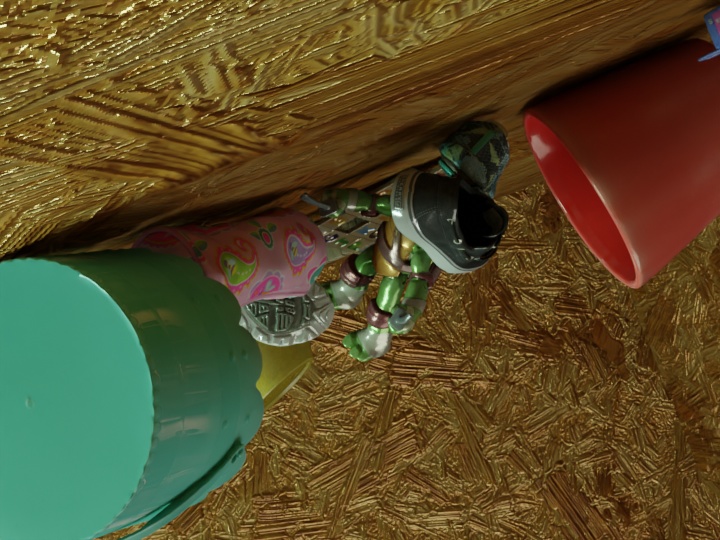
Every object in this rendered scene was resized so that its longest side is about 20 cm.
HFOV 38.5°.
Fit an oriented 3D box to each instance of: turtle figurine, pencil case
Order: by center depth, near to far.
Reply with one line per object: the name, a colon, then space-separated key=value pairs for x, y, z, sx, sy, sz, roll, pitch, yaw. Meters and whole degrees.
pencil case: x=-0.106 y=-0.002 z=0.837 sx=0.087 sy=0.088 sz=0.199 roll=-22 pitch=179 yaw=27
turtle figurine: x=0.000 y=0.000 z=0.984 sx=0.201 sy=0.143 sz=0.195 roll=-54 pitch=173 yaw=-43

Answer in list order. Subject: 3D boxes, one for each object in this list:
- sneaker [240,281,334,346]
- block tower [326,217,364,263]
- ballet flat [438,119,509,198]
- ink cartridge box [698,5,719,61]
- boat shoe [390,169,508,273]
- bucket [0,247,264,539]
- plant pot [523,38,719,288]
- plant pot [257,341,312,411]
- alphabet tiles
sneaker: x=-0.123 y=0.016 z=0.986 sx=0.197 sy=0.079 sz=0.099 roll=13 pitch=-172 yaw=-12
block tower: x=0.016 y=-0.063 z=1.338 sx=0.198 sy=0.058 sz=0.054 roll=-21 pitch=179 yaw=5
ballet flat: x=0.114 y=-0.107 z=0.973 sx=0.073 sy=0.075 sz=0.200 roll=-22 pitch=-177 yaw=5
ink cartridge box: x=0.362 y=-0.223 z=0.823 sx=0.199 sy=0.042 sz=0.119 roll=-25 pitch=-179 yaw=-37
boat shoe: x=0.092 y=-0.042 z=0.881 sx=0.065 sy=0.071 sz=0.200 roll=2 pitch=166 yaw=26
bucket: x=-0.180 y=0.081 z=0.680 sx=0.205 sy=0.210 sz=0.135 roll=-22 pitch=173 yaw=17
plant pot: x=0.281 y=-0.115 z=0.989 sx=0.176 sy=0.202 sz=0.200 roll=-33 pitch=179 yaw=2
plant pot: x=-0.135 y=0.080 z=1.115 sx=0.200 sy=0.142 sz=0.200 roll=-42 pitch=171 yaw=-8
alphabet tiles: x=0.045 y=-0.072 z=1.221 sx=0.199 sy=0.008 sz=0.167 roll=-28 pitch=161 yaw=24
